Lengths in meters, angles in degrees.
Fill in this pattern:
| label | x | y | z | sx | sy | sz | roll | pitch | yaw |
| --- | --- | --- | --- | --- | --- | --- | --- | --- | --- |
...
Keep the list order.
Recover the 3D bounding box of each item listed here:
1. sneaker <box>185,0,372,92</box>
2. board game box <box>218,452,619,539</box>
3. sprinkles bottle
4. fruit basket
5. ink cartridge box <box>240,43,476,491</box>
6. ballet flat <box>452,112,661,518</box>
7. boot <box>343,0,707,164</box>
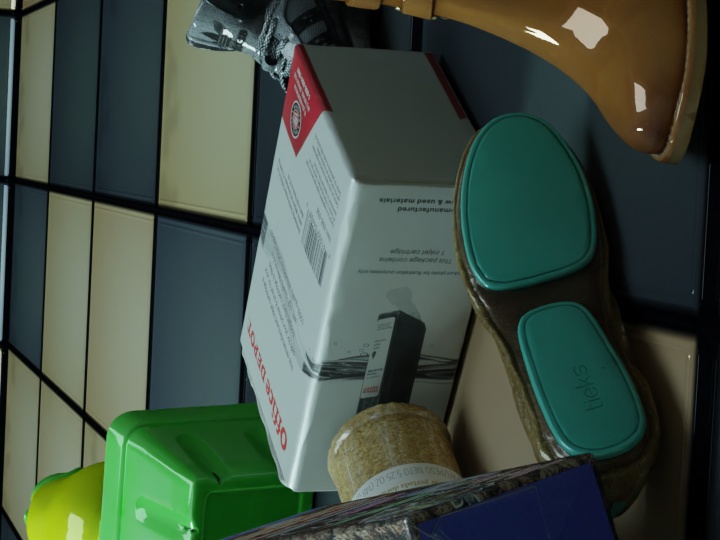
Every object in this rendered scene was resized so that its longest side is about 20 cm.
| label | x | y | z | sx | sy | sz | roll | pitch | yaw |
| --- | --- | --- | --- | --- | --- | --- | --- | --- | --- |
| sneaker | -0.045 | -0.125 | 1.222 | 0.075 | 0.114 | 0.200 | 118 | 150 | -57 |
| board game box | 0.018 | 0.173 | 0.826 | 0.200 | 0.097 | 0.160 | -19 | 86 | 53 |
| sprinkles bottle | 0.034 | 0.150 | 0.997 | 0.200 | 0.068 | 0.068 | -110 | 27 | -53 |
| fruit basket | -0.132 | 0.187 | 1.410 | 0.216 | 0.155 | 0.216 | 4 | 95 | 59 |
| ink cartridge box | 0.000 | 0.000 | 1.106 | 0.144 | 0.084 | 0.200 | -112 | 29 | -53 |
| ballet flat | 0.083 | 0.024 | 0.879 | 0.072 | 0.068 | 0.200 | 82 | 173 | -50 |
| boot | 0.048 | -0.118 | 0.823 | 0.077 | 0.155 | 0.200 | 109 | 156 | -45 |
